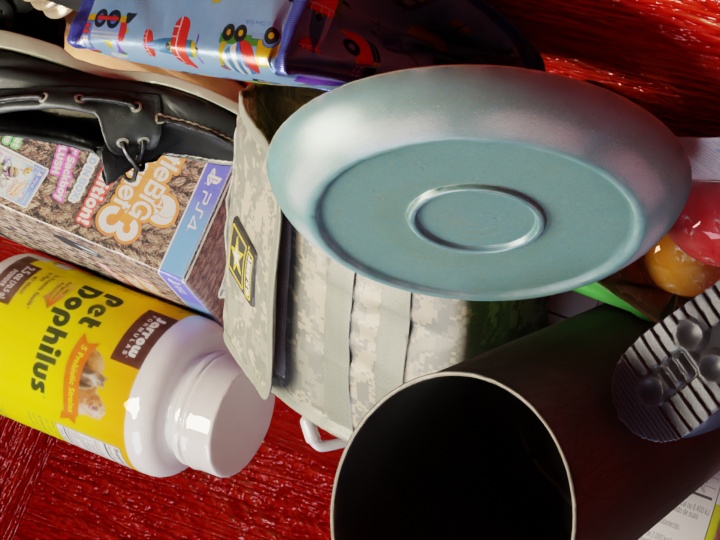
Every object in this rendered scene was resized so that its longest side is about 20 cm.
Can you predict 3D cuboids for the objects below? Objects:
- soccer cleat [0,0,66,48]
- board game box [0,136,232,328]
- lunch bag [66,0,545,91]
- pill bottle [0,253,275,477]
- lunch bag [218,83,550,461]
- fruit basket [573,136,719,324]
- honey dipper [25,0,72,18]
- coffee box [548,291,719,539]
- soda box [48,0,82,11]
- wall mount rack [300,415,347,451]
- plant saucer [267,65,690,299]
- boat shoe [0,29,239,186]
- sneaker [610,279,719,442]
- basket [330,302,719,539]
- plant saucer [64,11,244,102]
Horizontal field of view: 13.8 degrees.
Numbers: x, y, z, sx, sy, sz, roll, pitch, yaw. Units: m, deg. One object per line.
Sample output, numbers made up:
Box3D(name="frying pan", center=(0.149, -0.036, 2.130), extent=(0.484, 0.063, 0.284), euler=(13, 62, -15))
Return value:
Box3D(name="soccer cleat", center=(-0.240, -0.179, 1.749), extent=(0.081, 0.068, 0.200), euler=(-6, 156, 20))
Box3D(name="board game box", center=(-0.168, -0.055, 1.913), extent=(0.200, 0.097, 0.159), euler=(22, 172, 12))
Box3D(name="lunch bag", center=(-0.013, -0.123, 1.437), extent=(0.151, 0.094, 0.200), euler=(10, 176, 43))
Box3D(name="pill bottle", center=(-0.159, 0.067, 1.938), extent=(0.200, 0.109, 0.109), euler=(19, 170, 26))
Box3D(name="lunch bag", center=(0.000, 0.000, 1.652), extent=(0.200, 0.164, 0.118), euler=(24, -144, 28))
Box3D(name="fruit basket", center=(0.165, -0.038, 1.502), extent=(0.200, 0.094, 0.185), euler=(-5, 155, 40))
Box3D(name="honey dipper", center=(-0.234, -0.202, 1.647), extent=(0.200, 0.038, 0.038), euler=(32, 168, -38))
Box3D(name="coffee box", center=(0.170, 0.102, 1.759), extent=(0.200, 0.198, 0.200), euler=(19, -173, 29))
Box3D(name="soda box", center=(-0.160, -0.187, 1.447), extent=(0.071, 0.063, 0.200), euler=(22, 171, 16))
Box3D(name="wall mount rack", center=(-0.005, 0.027, 1.834), extent=(0.075, 0.174, 0.200), euler=(-9, -178, -17))
Box3D(name="plant saucer", center=(0.055, -0.034, 1.400), extent=(0.200, 0.027, 0.200), euler=(3, 152, 2))
Box3D(name="boat shoe", center=(-0.149, -0.084, 1.746), extent=(0.199, 0.066, 0.075), euler=(18, 160, 1))
Box3D(name="sneaker", center=(0.218, 0.017, 1.454), extent=(0.200, 0.070, 0.082), euler=(-30, 168, 24))
Box3D(name="basket", center=(0.102, 0.097, 1.554), extent=(0.136, 0.180, 0.200), euler=(44, -142, 16))
Box3D(name="plant saucer", center=(-0.155, -0.123, 1.920), extent=(0.200, 0.037, 0.200), euler=(22, 171, 4))
